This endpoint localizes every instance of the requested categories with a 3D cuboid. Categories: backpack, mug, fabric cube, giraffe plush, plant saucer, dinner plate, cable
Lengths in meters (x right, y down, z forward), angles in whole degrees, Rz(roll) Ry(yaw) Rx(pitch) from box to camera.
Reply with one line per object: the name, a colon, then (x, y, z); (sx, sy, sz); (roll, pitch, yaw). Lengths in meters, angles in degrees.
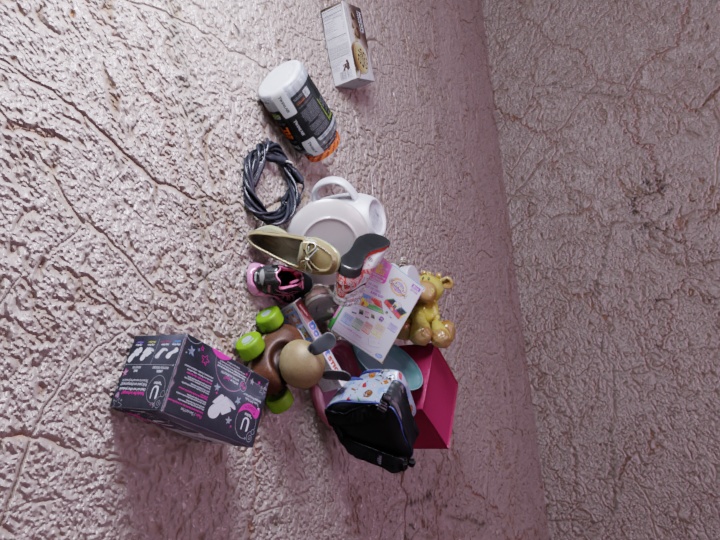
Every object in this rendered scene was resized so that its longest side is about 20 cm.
backpack: (0.024, 0.307, 1.190); (0.155, 0.184, 0.206); (-58, 136, -54)
mug: (-0.042, -0.128, 1.300); (0.203, 0.170, 0.150); (61, 35, -30)
fabric cube: (0.127, 0.335, 1.456); (0.199, 0.193, 0.204); (58, 37, -36)
giraffe plush: (0.172, 0.089, 1.431); (0.200, 0.166, 0.169); (-74, 172, -80)
plant saucer: (0.059, 0.230, 1.331); (0.198, 0.198, 0.037); (-8, 133, -60)
plant saucer: (-0.057, 0.269, 1.292); (0.199, 0.049, 0.209); (22, 64, -57)
dinner plate: (-0.071, -0.056, 1.224); (0.204, 0.195, 0.024); (63, 3, -27)
cable: (-0.188, -0.189, 1.181); (0.167, 0.049, 0.202); (66, 33, -26)

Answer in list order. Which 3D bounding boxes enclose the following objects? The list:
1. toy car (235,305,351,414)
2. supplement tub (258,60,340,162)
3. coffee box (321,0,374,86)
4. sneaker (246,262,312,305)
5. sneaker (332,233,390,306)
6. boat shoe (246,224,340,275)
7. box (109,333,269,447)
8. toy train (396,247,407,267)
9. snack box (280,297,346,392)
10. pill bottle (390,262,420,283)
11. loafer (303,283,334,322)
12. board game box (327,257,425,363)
toy car: (-0.112, 0.168, 1.070); (0.168, 0.194, 0.159); (65, 34, -25)
supplement tub: (-0.133, -0.356, 1.252); (0.201, 0.119, 0.125); (53, 40, -39)
coffee box: (-0.035, -0.624, 1.540); (0.112, 0.078, 0.208); (-21, 101, -59)
sneaker: (-0.147, 0.024, 1.154); (0.198, 0.093, 0.082); (11, 71, -61)
sneaker: (-0.001, 0.000, 1.185); (0.201, 0.065, 0.111); (-44, 152, -56)
boat shoe: (-0.133, -0.039, 1.099); (0.063, 0.195, 0.076); (-21, 132, -66)
box: (-0.261, 0.194, 0.867); (0.200, 0.128, 0.118); (45, 49, -46)
toy train: (0.083, 0.049, 1.492); (0.116, 0.082, 0.207); (-44, 146, -61)
snack box: (-0.102, 0.160, 1.167); (0.024, 0.071, 0.204); (-33, 96, -42)
pill bottle: (0.048, 0.043, 1.390); (0.110, 0.194, 0.116); (22, 64, -55)
loafer: (-0.094, 0.062, 1.217); (0.201, 0.069, 0.065); (90, -16, -72)
board game box: (0.037, 0.084, 1.269); (0.151, 0.040, 0.204); (33, 85, -14)
